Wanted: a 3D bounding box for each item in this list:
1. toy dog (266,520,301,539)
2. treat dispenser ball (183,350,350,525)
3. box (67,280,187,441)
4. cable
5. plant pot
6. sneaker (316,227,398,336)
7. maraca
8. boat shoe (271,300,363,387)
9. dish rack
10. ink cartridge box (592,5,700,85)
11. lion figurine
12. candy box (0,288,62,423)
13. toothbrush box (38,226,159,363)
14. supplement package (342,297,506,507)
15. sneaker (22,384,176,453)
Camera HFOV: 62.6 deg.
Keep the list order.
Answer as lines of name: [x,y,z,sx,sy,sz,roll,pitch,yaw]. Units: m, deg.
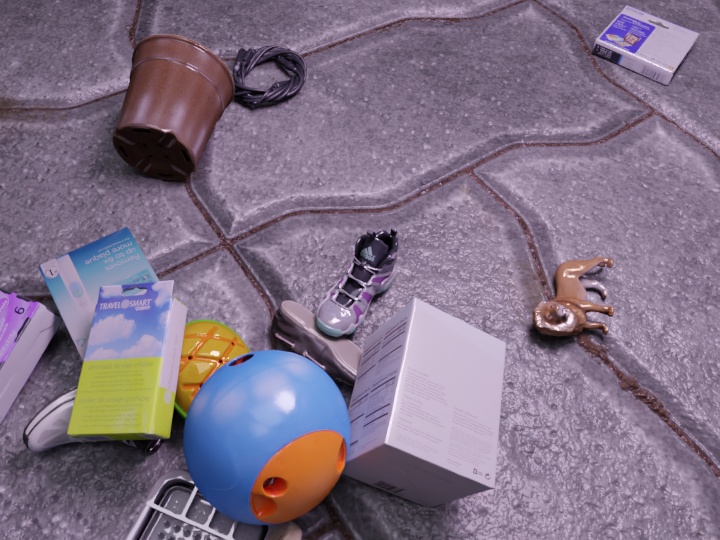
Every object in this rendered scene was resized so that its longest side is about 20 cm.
toy dog: [-0.079,0.380,0.653,0.131,0.096,0.201,25,52,-23]
treat dispenser ball: [-0.111,0.198,0.716,0.199,0.202,0.202,2,54,-2]
box: [-0.301,0.117,0.778,0.121,0.048,0.202,-5,65,12]
cable: [-0.200,-0.422,1.296,0.162,0.051,0.201,6,51,-6]
plant pot: [-0.355,-0.292,1.107,0.198,0.201,0.200,7,61,1]
sneaker: [0.000,0.000,0.916,0.077,0.141,0.200,26,44,13]
maraca: [-0.203,0.163,0.831,0.136,0.107,0.201,-18,76,-34]
boat shoe: [-0.056,0.125,0.904,0.200,0.057,0.067,38,24,18]
dish rack: [-0.210,0.365,0.718,0.170,0.044,0.201,19,55,9]
ink cartridge box: [0.698,-0.555,1.447,0.197,0.044,0.200,33,60,19]
lion figurine: [0.354,0.039,0.987,0.121,0.073,0.201,10,39,13]
candy box: [-0.568,0.101,0.848,0.199,0.072,0.169,18,68,10]
toothbrush box: [-0.378,0.052,0.909,0.146,0.086,0.200,-28,61,-21]
supplement package: [0.081,0.177,0.782,0.151,0.151,0.201,26,53,-14]
sneaker: [-0.341,0.209,0.802,0.200,0.076,0.115,-28,58,-25]
